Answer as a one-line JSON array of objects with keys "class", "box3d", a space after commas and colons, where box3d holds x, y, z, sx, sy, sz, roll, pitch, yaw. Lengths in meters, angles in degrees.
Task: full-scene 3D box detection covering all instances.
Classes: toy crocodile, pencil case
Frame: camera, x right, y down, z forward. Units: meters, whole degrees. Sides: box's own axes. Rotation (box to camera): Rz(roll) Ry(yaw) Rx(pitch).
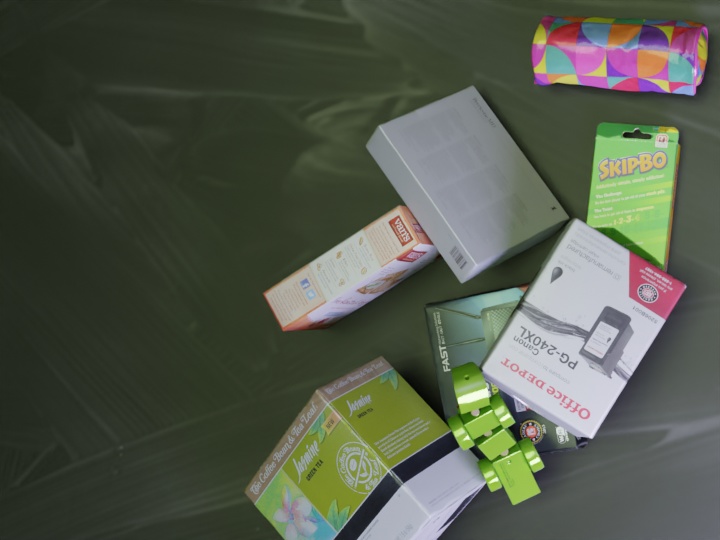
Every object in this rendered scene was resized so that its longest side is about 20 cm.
[{"class": "toy crocodile", "box3d": [0.147, 0.184, 1.547, 0.067, 0.200, 0.062, -30, 34, 5]}, {"class": "pencil case", "box3d": [0.292, -0.244, 1.590, 0.200, 0.088, 0.088, 7, 91, 23]}]

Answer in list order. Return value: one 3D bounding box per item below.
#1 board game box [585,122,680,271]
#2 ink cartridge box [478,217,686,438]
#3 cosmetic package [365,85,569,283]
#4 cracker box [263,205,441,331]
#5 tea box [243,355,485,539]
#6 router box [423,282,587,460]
[{"class": "board game box", "box3d": [0.309, -0.067, 1.606, 0.095, 0.030, 0.200, 7, 94, 20]}, {"class": "ink cartridge box", "box3d": [0.240, 0.066, 1.542, 0.145, 0.083, 0.200, 32, 87, 4]}, {"class": "cosmetic package", "box3d": [0.123, -0.102, 1.616, 0.200, 0.151, 0.052, 56, 150, 13]}, {"class": "cracker box", "box3d": [0.000, 0.000, 1.663, 0.200, 0.134, 0.058, -33, 78, 17]}, {"class": "tea box", "box3d": [0.006, 0.246, 1.624, 0.197, 0.134, 0.200, 46, 127, 17]}, {"class": "router box", "box3d": [0.168, 0.120, 1.635, 0.150, 0.062, 0.200, -13, 84, 21]}]
